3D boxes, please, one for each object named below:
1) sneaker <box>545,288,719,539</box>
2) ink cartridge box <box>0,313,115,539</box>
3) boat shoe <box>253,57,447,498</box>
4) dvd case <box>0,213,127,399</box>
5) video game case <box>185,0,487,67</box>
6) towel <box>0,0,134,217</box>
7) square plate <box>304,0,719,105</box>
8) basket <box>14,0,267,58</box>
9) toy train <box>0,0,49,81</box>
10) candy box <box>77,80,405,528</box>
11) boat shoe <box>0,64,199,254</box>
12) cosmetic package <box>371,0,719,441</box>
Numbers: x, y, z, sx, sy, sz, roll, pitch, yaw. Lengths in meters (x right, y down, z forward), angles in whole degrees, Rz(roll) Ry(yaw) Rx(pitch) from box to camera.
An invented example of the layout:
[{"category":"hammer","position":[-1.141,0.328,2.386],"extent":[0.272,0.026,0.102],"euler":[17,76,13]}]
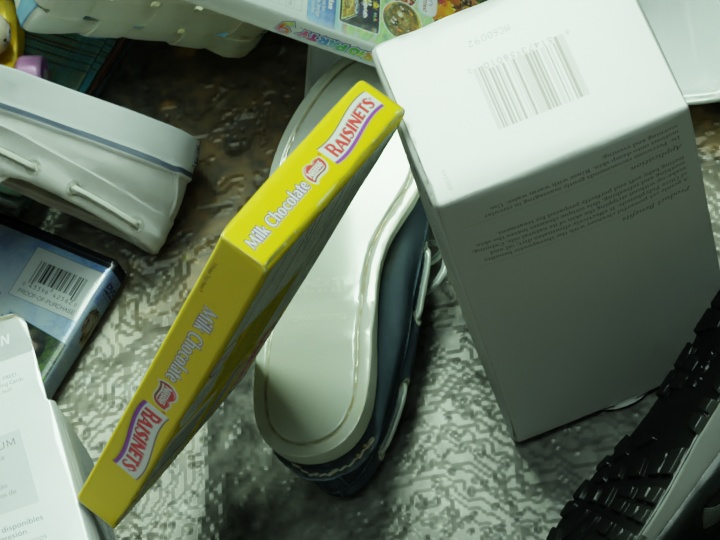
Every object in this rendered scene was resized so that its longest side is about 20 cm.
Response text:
[{"category":"sneaker","position":[0.149,0.091,1.121],"extent":[0.200,0.087,0.076],"euler":[-54,16,7]},{"category":"ink cartridge box","position":[-0.201,0.137,1.173],"extent":[0.199,0.084,0.176],"euler":[-18,63,-1]},{"category":"boat shoe","position":[0.000,0.000,1.222],"extent":[0.074,0.062,0.201],"euler":[-4,63,17]},{"category":"dvd case","position":[-0.214,0.057,1.279],"extent":[0.142,0.018,0.201],"euler":[21,70,26]},{"category":"video game case","position":[-0.009,-0.160,1.233],"extent":[0.199,0.018,0.144],"euler":[17,58,-23]},{"category":"towel","position":[-0.208,-0.116,1.375],"extent":[0.199,0.022,0.147],"euler":[20,68,26]},{"category":"square plate","position":[0.074,-0.150,1.307],"extent":[0.197,0.028,0.201],"euler":[-6,60,14]},{"category":"basket","position":[-0.098,-0.208,1.306],"extent":[0.175,0.139,0.201],"euler":[2,57,-30]},{"category":"toy train","position":[-0.234,-0.105,1.317],"extent":[0.150,0.056,0.201],"euler":[-25,62,-6]},{"category":"candy box","position":[-0.050,0.017,1.088],"extent":[0.026,0.200,0.102],"euler":[35,51,2]},{"category":"boat shoe","position":[-0.170,-0.058,1.251],"extent":[0.199,0.074,0.066],"euler":[17,85,-16]},{"category":"cosmetic package","position":[0.082,-0.023,1.130],"extent":[0.107,0.200,0.085],"euler":[-21,59,-1]}]
